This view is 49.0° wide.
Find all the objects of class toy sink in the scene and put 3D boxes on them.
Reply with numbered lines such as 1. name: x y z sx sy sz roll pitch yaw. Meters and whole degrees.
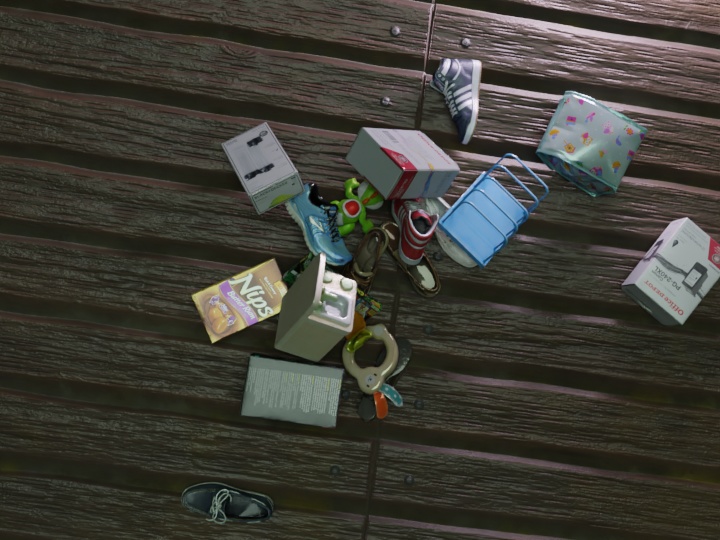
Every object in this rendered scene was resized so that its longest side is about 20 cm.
1. toy sink: -0.080 0.077 1.603 0.112 0.200 0.131 20 50 -19

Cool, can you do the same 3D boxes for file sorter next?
1. file sorter: 0.291 -0.136 1.705 0.139 0.123 0.200 43 58 1

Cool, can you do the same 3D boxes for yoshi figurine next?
1. yoshi figurine: -0.008 -0.146 1.751 0.200 0.112 0.112 -34 48 8

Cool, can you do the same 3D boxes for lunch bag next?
1. lunch bag: 0.506 -0.286 1.770 0.200 0.122 0.171 29 85 -7

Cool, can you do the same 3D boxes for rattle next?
1. rattle: 0.023 0.197 1.667 0.130 0.143 0.201 -4 63 -6

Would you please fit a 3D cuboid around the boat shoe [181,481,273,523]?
1. boat shoe: -0.285 0.501 1.682 0.199 0.062 0.075 14 87 -2

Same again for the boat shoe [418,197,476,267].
1. boat shoe: 0.200 -0.091 1.758 0.071 0.069 0.200 -40 89 -6

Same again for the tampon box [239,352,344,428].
1. tampon box: -0.143 0.253 1.667 0.199 0.150 0.127 9 84 -3

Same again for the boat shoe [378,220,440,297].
1. boat shoe: 0.114 -0.030 1.746 0.076 0.072 0.200 -39 89 -6

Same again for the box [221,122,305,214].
1. box: -0.210 -0.221 1.690 0.116 0.060 0.200 -28 49 -6

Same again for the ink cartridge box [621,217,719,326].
1. ink cartridge box: 0.712 0.006 1.778 0.145 0.083 0.200 40 84 0

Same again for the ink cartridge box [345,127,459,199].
1. ink cartridge box: 0.093 -0.226 1.677 0.146 0.200 0.083 48 124 27

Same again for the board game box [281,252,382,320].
1. board game box: -0.061 0.046 1.690 0.200 0.105 0.024 36 48 -18

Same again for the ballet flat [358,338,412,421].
1. ballet flat: 0.055 0.242 1.739 0.067 0.046 0.201 23 78 20

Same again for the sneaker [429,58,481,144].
1. sneaker: 0.209 -0.386 1.780 0.108 0.070 0.201 8 78 -8

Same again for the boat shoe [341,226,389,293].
1. boat shoe: 0.000 0.000 1.719 0.072 0.072 0.200 29 101 5

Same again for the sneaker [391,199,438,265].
1. sneaker: 0.117 -0.122 1.700 0.071 0.113 0.201 4 54 -14

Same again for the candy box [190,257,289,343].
1. candy box: -0.254 0.065 1.722 0.199 0.056 0.117 -25 87 -7

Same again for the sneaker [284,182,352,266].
1. sneaker: -0.078 -0.098 1.662 0.090 0.078 0.200 -38 83 30
